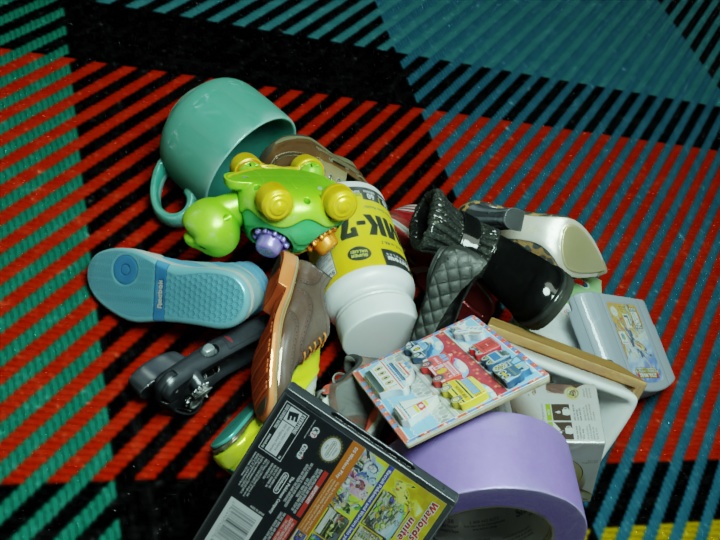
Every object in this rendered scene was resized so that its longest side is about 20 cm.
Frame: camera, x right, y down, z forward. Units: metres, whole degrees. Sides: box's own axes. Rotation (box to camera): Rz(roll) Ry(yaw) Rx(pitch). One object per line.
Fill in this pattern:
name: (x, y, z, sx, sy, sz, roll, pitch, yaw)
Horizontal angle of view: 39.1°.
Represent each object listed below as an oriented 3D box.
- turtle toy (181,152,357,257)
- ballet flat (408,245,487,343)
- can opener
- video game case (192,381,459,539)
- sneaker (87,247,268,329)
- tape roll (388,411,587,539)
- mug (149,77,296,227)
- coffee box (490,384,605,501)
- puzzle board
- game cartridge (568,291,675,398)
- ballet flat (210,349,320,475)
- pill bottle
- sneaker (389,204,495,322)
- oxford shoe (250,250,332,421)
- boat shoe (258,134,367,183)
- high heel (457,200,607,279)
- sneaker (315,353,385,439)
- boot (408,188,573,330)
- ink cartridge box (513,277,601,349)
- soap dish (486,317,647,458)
turtle toy: (-0.102, -0.066, 1.143, 0.199, 0.102, 0.146, -2, 24, -23)
ballet flat: (0.092, 0.069, 1.141, 0.057, 0.201, 0.066, 21, 23, 25)
can opener: (-0.150, 0.090, 1.083, 0.079, 0.064, 0.200, 45, 45, 18)
video game case: (-0.039, 0.231, 0.917, 0.180, 0.201, 0.025, 33, 15, 5)
sneaker: (-0.194, 0.020, 1.131, 0.199, 0.080, 0.130, 13, 7, 16)
tape roll: (0.115, 0.229, 0.992, 0.199, 0.200, 0.085, 12, 44, -18)
mug: (-0.181, -0.153, 1.235, 0.114, 0.152, 0.185, 41, 43, 17)
coffee box: (0.147, 0.183, 1.072, 0.199, 0.113, 0.080, 0, 46, 0)
puzzle board: (0.083, 0.103, 1.018, 0.150, 0.017, 0.200, -23, 18, -8)
game cartridge: (0.339, 0.098, 1.297, 0.199, 0.041, 0.134, 7, 56, -52)
ballet flat: (-0.086, 0.146, 1.075, 0.067, 0.067, 0.200, 48, 44, -11)
pill bottle: (0.000, 0.000, 1.215, 0.114, 0.115, 0.201, 3, 49, -26)
sneaker: (0.115, -0.024, 1.328, 0.200, 0.079, 0.115, 42, 45, 12)
oxford shoe: (-0.066, 0.069, 1.052, 0.073, 0.071, 0.201, 19, 53, -15)
boat shoe: (-0.048, -0.117, 1.283, 0.074, 0.076, 0.200, 42, 19, 29)
high heel: (0.223, -0.041, 1.346, 0.199, 0.142, 0.072, 25, 82, -27)
sneaker: (-0.016, 0.164, 1.094, 0.081, 0.077, 0.200, 15, 35, 9)
boot: (0.144, -0.015, 1.182, 0.157, 0.080, 0.211, 32, 5, -19)
ink cartridge box: (0.256, 0.076, 1.319, 0.103, 0.059, 0.201, 23, 42, -7)
soap dish: (0.200, 0.148, 1.159, 0.199, 0.158, 0.081, 20, 26, -9)
